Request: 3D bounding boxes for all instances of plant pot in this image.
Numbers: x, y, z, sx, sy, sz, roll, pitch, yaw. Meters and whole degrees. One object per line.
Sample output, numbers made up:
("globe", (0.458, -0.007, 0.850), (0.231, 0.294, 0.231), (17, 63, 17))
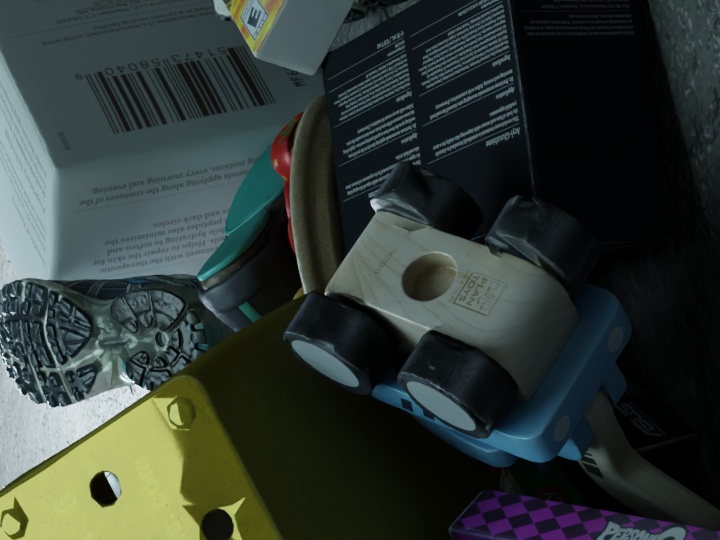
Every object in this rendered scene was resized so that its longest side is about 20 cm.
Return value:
("plant pot", (-0.058, 0.133, 1.132), (0.200, 0.176, 0.200), (-33, 77, 21))

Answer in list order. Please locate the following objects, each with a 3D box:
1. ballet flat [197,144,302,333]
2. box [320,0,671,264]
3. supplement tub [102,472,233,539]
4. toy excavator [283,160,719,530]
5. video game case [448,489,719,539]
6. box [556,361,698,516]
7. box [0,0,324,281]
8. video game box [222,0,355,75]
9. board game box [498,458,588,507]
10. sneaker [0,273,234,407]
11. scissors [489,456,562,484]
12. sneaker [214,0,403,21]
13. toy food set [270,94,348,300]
("ballet flat", (-0.047, -0.014, 1.376), (0.200, 0.073, 0.073), (-70, -20, -64))
("box", (0.062, -0.063, 1.179), (0.200, 0.079, 0.141), (-20, 73, 62))
("supplement tub", (-0.057, 0.127, 1.352), (0.140, 0.200, 0.141), (8, 109, 22))
("toy excavator", (0.090, 0.060, 1.080), (0.194, 0.100, 0.200), (20, 159, 35))
("video game case", (0.149, 0.188, 1.052), (0.200, 0.036, 0.181), (6, 128, 44))
("box", (0.106, 0.124, 1.273), (0.200, 0.047, 0.193), (-133, 35, -52))
("box", (-0.136, -0.080, 1.553), (0.172, 0.199, 0.200), (96, 154, -42))
("video game box", (-0.025, -0.237, 1.269), (0.200, 0.047, 0.182), (-60, 33, 24))
("board game box", (0.104, 0.204, 1.219), (0.135, 0.029, 0.200), (57, 153, 36))
("sneaker", (-0.138, 0.039, 1.428), (0.200, 0.086, 0.078), (2, 101, 41))
("scissors", (0.072, 0.131, 1.280), (0.073, 0.014, 0.200), (56, 148, 37))
("sneaker", (-0.024, -0.191, 1.382), (0.200, 0.077, 0.087), (-4, 87, 61))
("toy food set", (0.000, 0.000, 1.330), (0.198, 0.049, 0.200), (-8, -95, -68))
